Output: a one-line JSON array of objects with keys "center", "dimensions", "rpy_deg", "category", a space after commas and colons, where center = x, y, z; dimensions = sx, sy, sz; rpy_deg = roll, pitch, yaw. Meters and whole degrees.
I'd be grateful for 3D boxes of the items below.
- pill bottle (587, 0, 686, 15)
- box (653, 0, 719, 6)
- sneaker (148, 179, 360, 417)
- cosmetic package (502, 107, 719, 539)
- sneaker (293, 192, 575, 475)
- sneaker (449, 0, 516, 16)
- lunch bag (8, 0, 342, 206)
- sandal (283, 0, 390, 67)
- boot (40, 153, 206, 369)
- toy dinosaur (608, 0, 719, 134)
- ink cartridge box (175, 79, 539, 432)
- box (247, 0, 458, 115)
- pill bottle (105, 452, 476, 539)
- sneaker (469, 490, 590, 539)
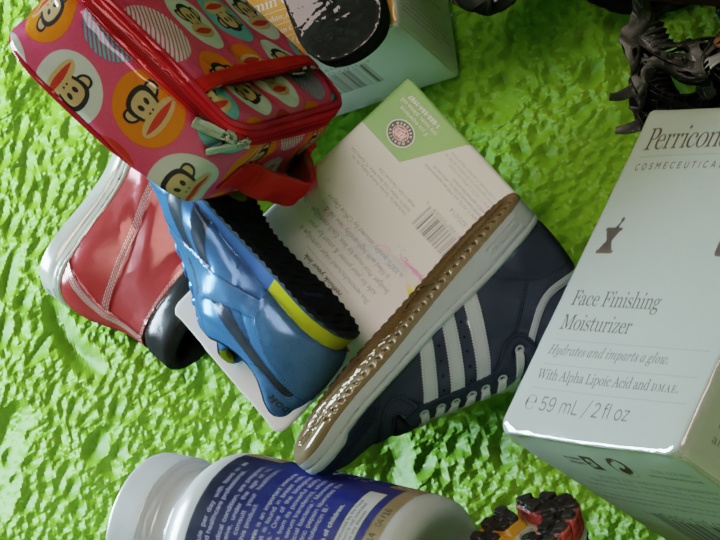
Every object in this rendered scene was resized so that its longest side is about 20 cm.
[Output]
[{"center": [0.167, -0.267, 1.651], "dimensions": [0.111, 0.112, 0.201], "rpy_deg": [-19, 56, 19], "category": "pill bottle"}, {"center": [0.246, -0.199, 1.509], "dimensions": [0.199, 0.100, 0.075], "rpy_deg": [5, 63, -15], "category": "box"}, {"center": [-0.083, 0.000, 1.571], "dimensions": [0.079, 0.066, 0.200], "rpy_deg": [-51, 59, 20], "category": "sneaker"}, {"center": [0.213, 0.039, 1.396], "dimensions": [0.165, 0.165, 0.201], "rpy_deg": [2, 63, 59], "category": "cosmetic package"}, {"center": [0.059, 0.063, 1.522], "dimensions": [0.200, 0.108, 0.070], "rpy_deg": [-48, 9, -14], "category": "sneaker"}, {"center": [0.097, -0.241, 1.595], "dimensions": [0.086, 0.080, 0.201], "rpy_deg": [43, 125, 40], "category": "sneaker"}, {"center": [-0.096, -0.106, 1.563], "dimensions": [0.176, 0.200, 0.082], "rpy_deg": [45, 109, 7], "category": "lunch bag"}, {"center": [-0.041, -0.217, 1.645], "dimensions": [0.075, 0.048, 0.201], "rpy_deg": [-35, 63, 13], "category": "sandal"}, {"center": [-0.098, -0.040, 1.710], "dimensions": [0.144, 0.072, 0.201], "rpy_deg": [28, 85, 33], "category": "boot"}, {"center": [0.219, -0.115, 1.556], "dimensions": [0.135, 0.103, 0.201], "rpy_deg": [12, 46, 15], "category": "toy dinosaur"}, {"center": [0.000, 0.000, 1.616], "dimensions": [0.200, 0.067, 0.117], "rpy_deg": [-43, 67, 2], "category": "ink cartridge box"}, {"center": [-0.023, -0.211, 1.719], "dimensions": [0.124, 0.097, 0.201], "rpy_deg": [-17, 67, 21], "category": "box"}, {"center": [-0.040, 0.168, 1.532], "dimensions": [0.199, 0.116, 0.116], "rpy_deg": [10, 70, 32], "category": "pill bottle"}, {"center": [0.069, 0.211, 1.436], "dimensions": [0.078, 0.082, 0.200], "rpy_deg": [4, 41, 50], "category": "sneaker"}]
